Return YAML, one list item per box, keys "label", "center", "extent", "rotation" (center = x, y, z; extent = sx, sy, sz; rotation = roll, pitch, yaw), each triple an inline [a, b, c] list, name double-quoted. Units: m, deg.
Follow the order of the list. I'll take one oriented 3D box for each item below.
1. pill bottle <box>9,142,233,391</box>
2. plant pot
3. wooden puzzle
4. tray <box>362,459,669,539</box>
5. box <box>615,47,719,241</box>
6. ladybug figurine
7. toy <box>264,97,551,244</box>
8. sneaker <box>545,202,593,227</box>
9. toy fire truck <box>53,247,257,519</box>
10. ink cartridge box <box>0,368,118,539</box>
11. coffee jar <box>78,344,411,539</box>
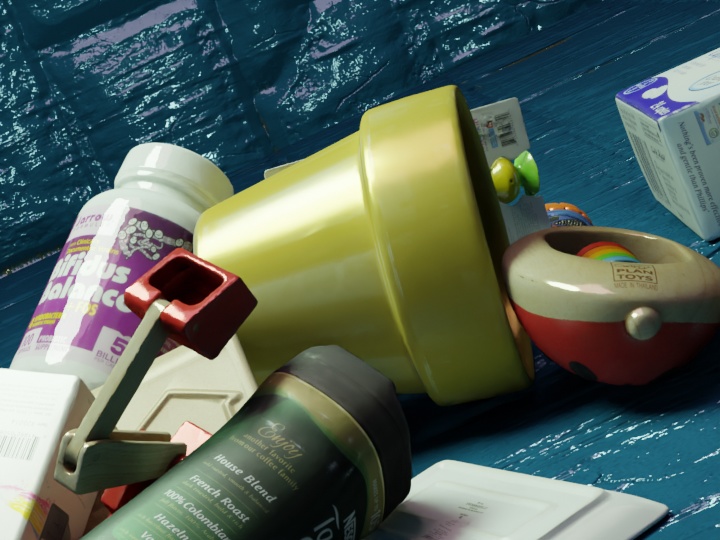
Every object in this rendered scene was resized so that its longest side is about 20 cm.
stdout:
- label: "pill bottle"
  center: [-0.157, 0.015, 1.105]
  extent: [0.112, 0.112, 0.201]
  rotation: [-14, 48, 44]
- label: "plant pot"
  center: [0.000, 0.000, 1.054]
  extent: [0.188, 0.201, 0.201]
  rotation: [-15, 13, 10]
- label: "wooden puzzle"
  center: [-0.126, 0.145, 0.941]
  extent: [0.185, 0.046, 0.200]
  rotation: [-26, 49, 0]
- label: "tray"
  center: [0.060, 0.132, 0.838]
  extent: [0.107, 0.022, 0.200]
  rotation: [-31, 13, -24]
- label: "box"
  center: [0.319, -0.122, 1.246]
  extent: [0.199, 0.105, 0.184]
  rotation: [-23, 12, 4]
- label: "ladybug figurine"
  center: [0.151, 0.021, 0.969]
  extent: [0.135, 0.072, 0.200]
  rotation: [4, 11, 2]
- label: "toy"
  center: [0.034, -0.045, 1.175]
  extent: [0.199, 0.116, 0.047]
  rotation: [-17, 8, -12]
- label: "sneaker"
  center: [0.094, 0.006, 1.223]
  extent: [0.199, 0.076, 0.078]
  rotation: [-27, 15, -4]
- label: "toy fire truck"
  center: [-0.118, 0.104, 0.846]
  extent: [0.049, 0.141, 0.200]
  rotation: [24, 65, 34]
- label: "ink cartridge box"
  center: [-0.225, 0.154, 0.894]
  extent: [0.117, 0.067, 0.201]
  rotation: [4, 55, 19]
- label: "coffee jar"
  center: [-0.059, 0.130, 0.818]
  extent: [0.085, 0.105, 0.200]
  rotation: [32, 57, 28]
